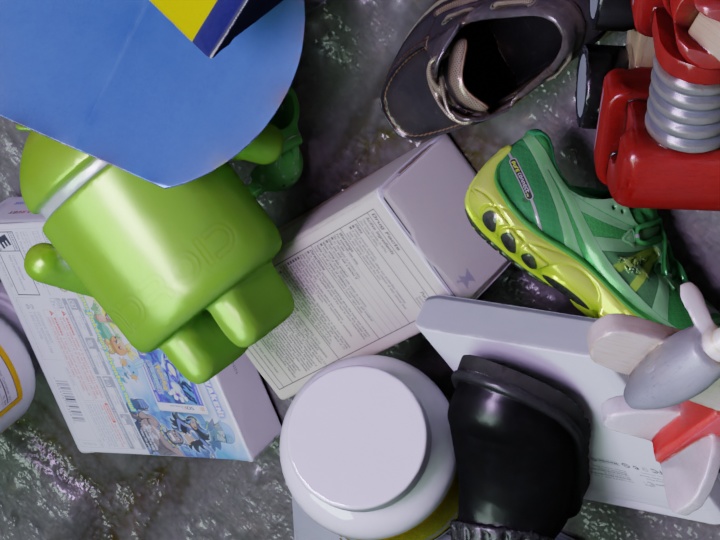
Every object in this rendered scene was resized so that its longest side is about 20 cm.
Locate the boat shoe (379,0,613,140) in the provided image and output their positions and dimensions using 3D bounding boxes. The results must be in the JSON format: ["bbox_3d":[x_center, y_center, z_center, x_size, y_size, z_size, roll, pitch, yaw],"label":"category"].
[{"bbox_3d":[0.067,-0.124,1.446,0.075,0.073,0.200,51,140,-4],"label":"boat shoe"}]

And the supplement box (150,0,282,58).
[{"bbox_3d":[-0.104,-0.239,1.410,0.200,0.109,0.110,45,139,5],"label":"supplement box"}]

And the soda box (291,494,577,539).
[{"bbox_3d":[0.051,0.186,1.713,0.199,0.064,0.069,23,135,27],"label":"soda box"}]

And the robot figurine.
[{"bbox_3d":[-0.128,-0.032,1.549,0.175,0.116,0.200,-39,89,30],"label":"robot figurine"}]

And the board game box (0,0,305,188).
[{"bbox_3d":[-0.129,-0.136,1.499,0.199,0.159,0.039,23,171,12],"label":"board game box"}]

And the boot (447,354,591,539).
[{"bbox_3d":[0.078,0.158,1.499,0.079,0.159,0.211,16,156,23],"label":"boot"}]

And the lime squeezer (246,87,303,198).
[{"bbox_3d":[-0.062,-0.097,1.621,0.071,0.037,0.201,-125,27,-44],"label":"lime squeezer"}]

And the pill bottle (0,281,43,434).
[{"bbox_3d":[-0.307,0.090,1.847,0.104,0.200,0.105,23,134,27],"label":"pill bottle"}]

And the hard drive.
[{"bbox_3d":[0.132,0.085,1.526,0.131,0.027,0.200,8,152,37],"label":"hard drive"}]

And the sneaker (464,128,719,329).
[{"bbox_3d":[0.155,-0.008,1.455,0.199,0.084,0.074,36,175,-14],"label":"sneaker"}]

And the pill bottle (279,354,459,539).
[{"bbox_3d":[0.011,0.114,1.582,0.112,0.113,0.200,38,177,11],"label":"pill bottle"}]

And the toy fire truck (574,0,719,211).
[{"bbox_3d":[0.184,-0.090,1.274,0.127,0.201,0.177,3,130,-2],"label":"toy fire truck"}]

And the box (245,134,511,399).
[{"bbox_3d":[0.000,0.000,1.599,0.199,0.078,0.095,-26,102,49],"label":"box"}]

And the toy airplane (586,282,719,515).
[{"bbox_3d":[0.225,0.062,1.358,0.200,0.199,0.142,75,171,-45],"label":"toy airplane"}]

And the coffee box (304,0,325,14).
[{"bbox_3d":[-0.054,-0.255,1.473,0.123,0.044,0.201,-27,101,49],"label":"coffee box"}]

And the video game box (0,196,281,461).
[{"bbox_3d":[-0.164,0.039,1.801,0.181,0.047,0.201,1,122,43],"label":"video game box"}]
